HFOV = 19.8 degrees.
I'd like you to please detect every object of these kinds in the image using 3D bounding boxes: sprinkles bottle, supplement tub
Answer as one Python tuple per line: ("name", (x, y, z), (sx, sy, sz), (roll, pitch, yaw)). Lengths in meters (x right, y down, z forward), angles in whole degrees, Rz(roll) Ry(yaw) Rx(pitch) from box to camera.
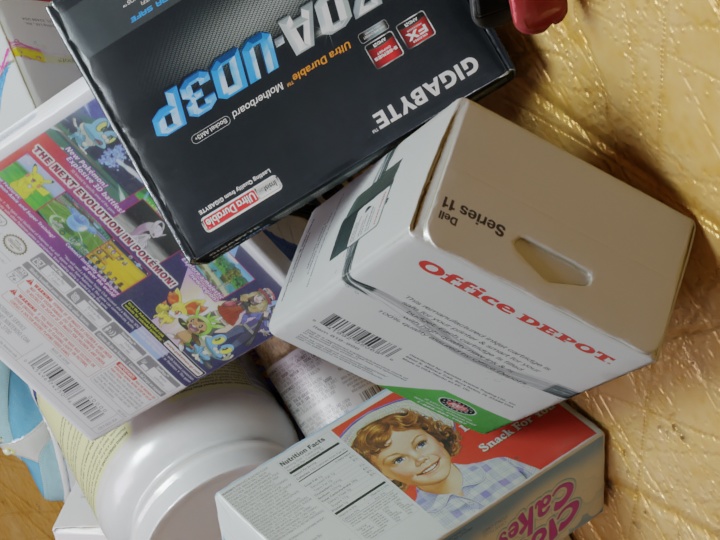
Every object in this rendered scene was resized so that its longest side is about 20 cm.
("sprinkles bottle", (-0.021, 0.072, 1.357), (0.201, 0.068, 0.068), (58, 153, 7))
("supplement tub", (-0.127, 0.107, 1.385), (0.200, 0.144, 0.146), (54, 155, 40))

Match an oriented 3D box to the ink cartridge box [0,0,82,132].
("ink cartridge box", (-0.164, -0.098, 1.290), (0.083, 0.145, 0.201), (-60, 41, 34))

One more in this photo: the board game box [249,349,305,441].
("board game box", (-0.041, 0.156, 1.494), (0.134, 0.045, 0.201), (15, 128, 55))

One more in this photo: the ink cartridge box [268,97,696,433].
("ink cartridge box", (0.059, 0.004, 1.069), (0.146, 0.084, 0.200), (27, 157, -15))

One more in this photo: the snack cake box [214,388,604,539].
("snack cake box", (0.030, 0.132, 1.177), (0.115, 0.199, 0.068), (36, 144, 39))

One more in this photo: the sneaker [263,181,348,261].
("sneaker", (0.000, 0.000, 1.262), (0.200, 0.078, 0.090), (41, 155, 50))

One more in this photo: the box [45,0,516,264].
("box", (-0.041, -0.121, 1.082), (0.160, 0.199, 0.046), (60, -174, 3))

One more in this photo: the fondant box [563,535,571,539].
("fondant box", (0.088, 0.234, 1.330), (0.145, 0.058, 0.200), (63, 152, -3))

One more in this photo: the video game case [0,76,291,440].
("video game case", (-0.154, -0.004, 1.202), (0.200, 0.182, 0.023), (47, -154, -29))

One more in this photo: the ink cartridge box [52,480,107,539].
("ink cartridge box", (-0.148, 0.186, 1.538), (0.083, 0.200, 0.146), (-2, 121, 15))

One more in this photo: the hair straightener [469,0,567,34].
("hair straightener", (0.046, -0.213, 1.003), (0.077, 0.041, 0.201), (13, 126, 56))

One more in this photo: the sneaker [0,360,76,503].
("sneaker", (-0.279, 0.096, 1.488), (0.080, 0.130, 0.201), (-125, 18, -62))
